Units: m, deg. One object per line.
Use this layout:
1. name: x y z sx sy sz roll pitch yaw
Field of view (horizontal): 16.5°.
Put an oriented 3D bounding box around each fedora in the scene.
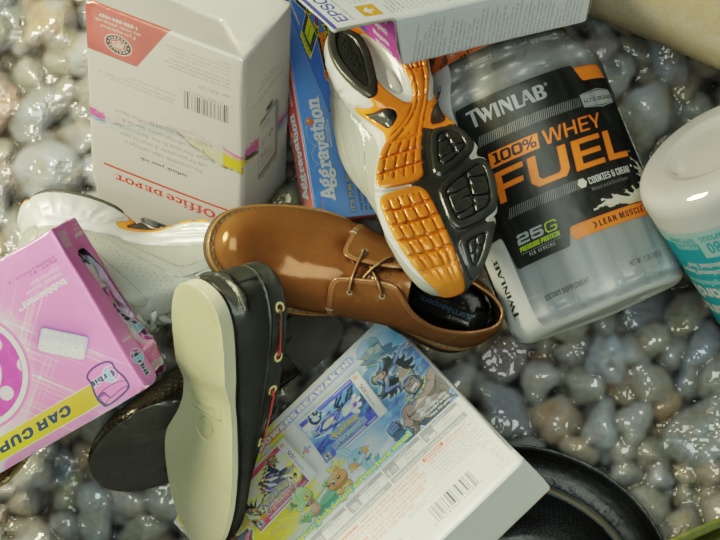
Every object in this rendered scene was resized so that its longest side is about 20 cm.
1. fedora: 0.106 0.204 1.602 0.200 0.092 0.201 0 86 1

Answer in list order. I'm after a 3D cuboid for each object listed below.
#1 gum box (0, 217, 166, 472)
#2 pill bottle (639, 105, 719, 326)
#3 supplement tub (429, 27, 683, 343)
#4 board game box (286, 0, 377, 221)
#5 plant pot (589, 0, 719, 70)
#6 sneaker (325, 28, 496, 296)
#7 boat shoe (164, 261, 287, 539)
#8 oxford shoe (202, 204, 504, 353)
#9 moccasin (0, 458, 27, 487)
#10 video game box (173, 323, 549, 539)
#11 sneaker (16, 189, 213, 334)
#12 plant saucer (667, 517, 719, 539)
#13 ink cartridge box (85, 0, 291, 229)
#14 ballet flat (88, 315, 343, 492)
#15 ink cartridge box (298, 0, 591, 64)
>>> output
1. gum box: -0.229 0.062 1.545 0.200 0.066 0.114 -30 94 9
2. pill bottle: 0.269 -0.003 1.576 0.111 0.111 0.200 -35 114 1
3. supplement tub: 0.120 -0.064 1.612 0.122 0.123 0.200 -23 84 3
4. board game box: -0.005 -0.133 1.654 0.103 0.019 0.200 -6 84 -30
5. plant pot: 0.246 -0.206 1.591 0.183 0.200 0.201 18 87 17
6. sneaker: 0.030 -0.061 1.560 0.076 0.092 0.200 -10 59 -13
7. boat shoe: -0.081 0.088 1.560 0.074 0.063 0.202 33 130 39
8. oxford shoe: 0.000 0.000 1.571 0.200 0.071 0.071 15 82 -15
9. moccasin: -0.203 0.064 1.655 0.074 0.078 0.201 24 69 22
10. video game box: -0.003 0.150 1.594 0.200 0.047 0.182 -44 44 1
11. sneaker: -0.131 0.016 1.606 0.200 0.076 0.092 10 63 1
12. plant saucer: 0.212 0.252 1.567 0.200 0.048 0.200 -19 106 -27
13. ink cartridge box: -0.112 -0.100 1.622 0.116 0.200 0.068 22 49 15
14. ballet flat: -0.098 0.077 1.661 0.200 0.046 0.067 -38 123 6
15. ink cartridge box: 0.012 -0.198 1.574 0.200 0.043 0.196 -16 41 -30
